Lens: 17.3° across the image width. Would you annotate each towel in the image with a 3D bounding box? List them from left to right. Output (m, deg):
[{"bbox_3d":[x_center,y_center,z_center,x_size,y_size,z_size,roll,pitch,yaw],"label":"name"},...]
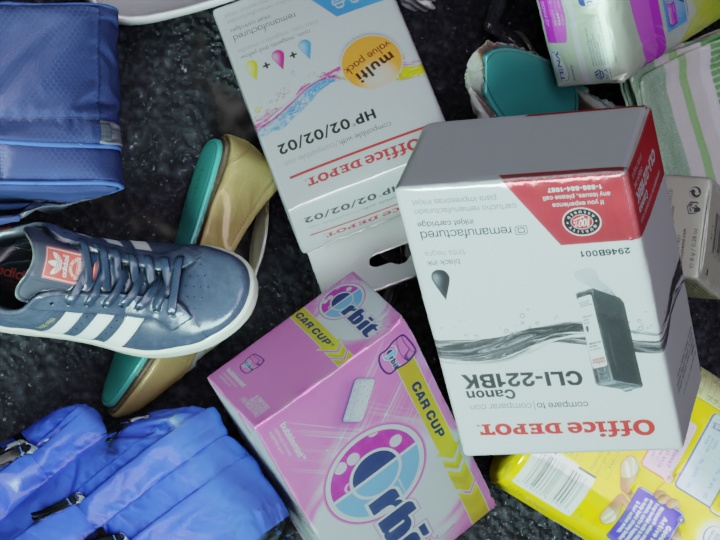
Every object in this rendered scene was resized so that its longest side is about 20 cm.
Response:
[{"bbox_3d":[0.270,-0.097,1.605,0.200,0.023,0.153,-24,100,-32],"label":"towel"}]

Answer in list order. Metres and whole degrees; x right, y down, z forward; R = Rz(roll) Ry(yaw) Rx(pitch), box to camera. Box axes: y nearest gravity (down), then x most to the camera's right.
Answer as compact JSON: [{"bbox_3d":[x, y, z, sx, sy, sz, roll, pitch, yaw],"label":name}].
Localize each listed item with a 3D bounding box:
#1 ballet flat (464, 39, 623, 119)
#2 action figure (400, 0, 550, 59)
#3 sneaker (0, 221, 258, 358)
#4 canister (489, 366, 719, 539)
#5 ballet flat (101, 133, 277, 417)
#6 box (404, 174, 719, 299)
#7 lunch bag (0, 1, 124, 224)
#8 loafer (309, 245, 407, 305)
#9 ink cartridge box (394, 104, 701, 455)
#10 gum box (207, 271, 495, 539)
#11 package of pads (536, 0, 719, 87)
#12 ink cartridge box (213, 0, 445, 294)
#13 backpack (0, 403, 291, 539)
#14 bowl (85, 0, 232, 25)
[{"bbox_3d":[0.128,-0.090,1.558,0.200,0.072,0.072,24,79,-36],"label":"ballet flat"},{"bbox_3d":[0.090,-0.210,1.568,0.200,0.119,0.102,58,33,-8],"label":"action figure"},{"bbox_3d":[-0.166,0.007,1.467,0.199,0.085,0.075,-1,69,15],"label":"sneaker"},{"bbox_3d":[0.204,0.131,1.574,0.200,0.087,0.149,32,80,-6],"label":"canister"},{"bbox_3d":[-0.102,0.011,1.533,0.063,0.069,0.200,26,81,-23],"label":"ballet flat"},{"bbox_3d":[0.136,-0.026,1.530,0.199,0.082,0.069,5,81,21],"label":"box"},{"bbox_3d":[-0.247,-0.090,1.461,0.199,0.136,0.133,-2,85,-24],"label":"lunch bag"},{"bbox_3d":[0.000,0.000,1.554,0.072,0.063,0.201,13,82,-9],"label":"loafer"},{"bbox_3d":[0.118,0.010,1.438,0.144,0.084,0.200,-4,122,20],"label":"ink cartridge box"},{"bbox_3d":[0.000,0.113,1.493,0.113,0.066,0.200,-36,132,-11],"label":"gum box"},{"bbox_3d":[0.180,-0.224,1.533,0.200,0.068,0.155,-33,114,-45],"label":"package of pads"},{"bbox_3d":[-0.006,-0.091,1.510,0.115,0.068,0.200,-21,65,-1],"label":"ink cartridge box"},{"bbox_3d":[-0.152,0.162,1.457,0.200,0.163,0.168,-32,89,-12],"label":"backpack"},{"bbox_3d":[-0.119,-0.265,1.549,0.200,0.075,0.200,-20,89,-14],"label":"bowl"}]
